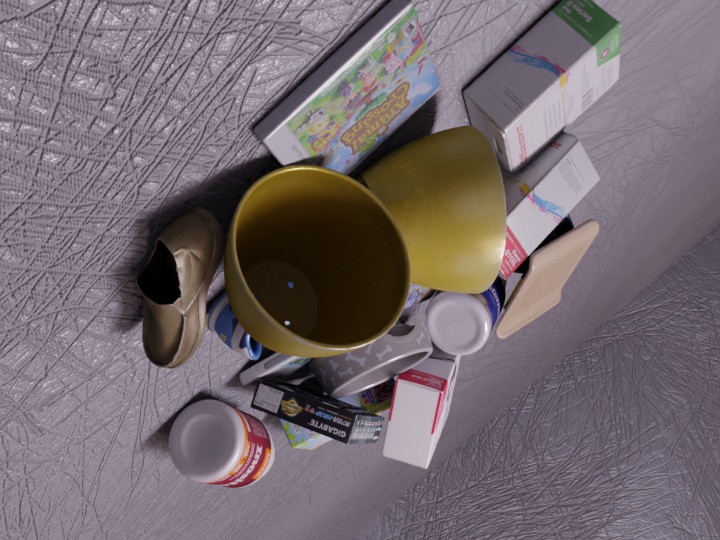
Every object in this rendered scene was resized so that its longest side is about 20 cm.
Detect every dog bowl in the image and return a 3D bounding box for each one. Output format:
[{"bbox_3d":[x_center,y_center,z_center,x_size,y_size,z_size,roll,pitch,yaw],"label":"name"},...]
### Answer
[{"bbox_3d":[0.021,0.132,1.315,0.198,0.059,0.200,-23,165,-7],"label":"dog bowl"}]

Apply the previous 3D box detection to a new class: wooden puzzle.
[{"bbox_3d":[0.318,0.012,1.504,0.184,0.037,0.201,-28,148,-34],"label":"wooden puzzle"}]

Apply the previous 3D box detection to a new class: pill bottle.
[{"bbox_3d":[0.190,0.053,1.511,0.116,0.115,0.200,-55,177,31],"label":"pill bottle"},{"bbox_3d":[-0.195,0.261,1.283,0.113,0.113,0.200,-41,159,-2],"label":"pill bottle"}]

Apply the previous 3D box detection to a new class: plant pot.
[{"bbox_3d":[0.068,-0.067,1.040,0.140,0.202,0.201,-6,146,-16],"label":"plant pot"},{"bbox_3d":[-0.065,0.011,0.925,0.199,0.202,0.142,-26,170,-35],"label":"plant pot"}]

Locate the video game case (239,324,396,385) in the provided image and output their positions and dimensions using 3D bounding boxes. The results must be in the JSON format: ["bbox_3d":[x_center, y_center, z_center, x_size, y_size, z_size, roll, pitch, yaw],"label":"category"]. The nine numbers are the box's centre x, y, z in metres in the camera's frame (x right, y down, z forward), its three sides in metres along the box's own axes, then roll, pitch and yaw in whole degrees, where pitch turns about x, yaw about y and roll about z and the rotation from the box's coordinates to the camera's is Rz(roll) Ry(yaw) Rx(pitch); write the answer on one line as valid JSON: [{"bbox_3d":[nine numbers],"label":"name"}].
[{"bbox_3d":[-0.059,0.122,1.310,0.181,0.024,0.199,-31,164,23],"label":"video game case"}]

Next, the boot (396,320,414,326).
[{"bbox_3d":[0.060,0.124,1.531,0.165,0.066,0.199,-41,157,31],"label":"boot"}]

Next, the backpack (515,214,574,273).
[{"bbox_3d":[0.296,-0.069,1.517,0.199,0.154,0.164,21,111,-46],"label":"backpack"}]

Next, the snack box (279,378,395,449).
[{"bbox_3d":[-0.028,0.244,1.528,0.198,0.068,0.169,-26,165,3],"label":"snack box"}]

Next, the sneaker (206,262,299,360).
[{"bbox_3d":[-0.096,0.021,1.046,0.200,0.082,0.074,-48,157,8],"label":"sneaker"}]

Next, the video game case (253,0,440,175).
[{"bbox_3d":[-0.005,-0.173,0.918,0.200,0.022,0.182,-43,159,0],"label":"video game case"}]

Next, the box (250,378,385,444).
[{"bbox_3d":[-0.059,0.214,1.311,0.200,0.157,0.047,39,70,-74],"label":"box"}]

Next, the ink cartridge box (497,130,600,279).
[{"bbox_3d":[0.216,-0.106,1.227,0.200,0.146,0.083,-45,123,-4],"label":"ink cartridge box"}]

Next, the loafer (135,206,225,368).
[{"bbox_3d":[-0.198,0.023,0.889,0.067,0.076,0.202,-18,138,-45],"label":"loafer"}]

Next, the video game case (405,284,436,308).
[{"bbox_3d":[0.082,-0.005,1.359,0.199,0.046,0.182,-19,150,-46],"label":"video game case"}]

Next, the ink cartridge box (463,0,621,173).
[{"bbox_3d":[0.239,-0.241,1.133,0.200,0.088,0.145,-44,158,0],"label":"ink cartridge box"}]

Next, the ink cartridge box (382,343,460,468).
[{"bbox_3d":[0.108,0.217,1.479,0.200,0.083,0.147,-49,151,-66],"label":"ink cartridge box"}]
